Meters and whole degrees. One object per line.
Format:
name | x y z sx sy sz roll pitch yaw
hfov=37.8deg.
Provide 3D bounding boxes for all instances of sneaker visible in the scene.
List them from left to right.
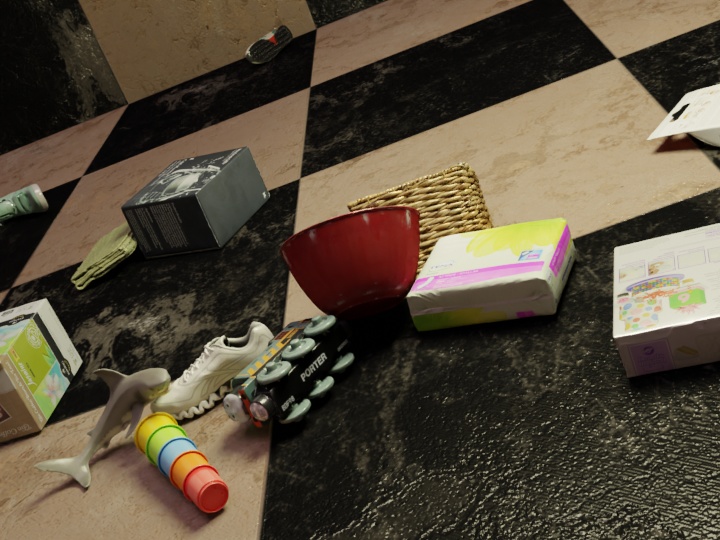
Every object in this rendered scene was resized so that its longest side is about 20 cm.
sneaker | -0.860 -0.158 2.633 0.118 0.074 0.200 -30 14 -31
sneaker | -0.201 0.136 1.434 0.199 0.081 0.075 -26 26 -2
sneaker | -0.293 -0.676 3.219 0.093 0.070 0.200 -23 19 49

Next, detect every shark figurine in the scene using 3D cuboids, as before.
shark figurine | -0.334 0.180 1.397 0.214 0.089 0.128 -45 13 11

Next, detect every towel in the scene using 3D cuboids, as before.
towel | -0.488 -0.041 2.080 0.148 0.037 0.200 -31 21 18

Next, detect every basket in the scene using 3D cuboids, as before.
basket | 0.099 -0.053 1.573 0.199 0.150 0.143 -19 -9 10

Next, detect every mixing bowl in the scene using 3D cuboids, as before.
mixing bowl | 0.000 0.000 1.411 0.199 0.109 0.200 -16 -13 -4

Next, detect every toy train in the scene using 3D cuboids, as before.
toy train | -0.091 0.128 1.351 0.113 0.086 0.200 -12 23 41

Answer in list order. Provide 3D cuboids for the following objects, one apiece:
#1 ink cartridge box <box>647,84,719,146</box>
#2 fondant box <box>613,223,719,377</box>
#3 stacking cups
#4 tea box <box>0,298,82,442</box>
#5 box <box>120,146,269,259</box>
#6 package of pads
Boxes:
ink cartridge box | 0.551 -0.229 1.564 0.199 0.050 0.162 -9 27 48
fondant box | 0.360 0.028 1.175 0.143 0.059 0.200 -14 25 21
stacking cups | -0.218 0.238 1.275 0.060 0.061 0.200 -31 29 -17
tea box | -0.575 0.168 1.635 0.199 0.134 0.197 -17 25 13
box | -0.317 -0.131 2.037 0.195 0.125 0.200 -5 30 31
package of pads | 0.174 0.003 1.381 0.199 0.069 0.155 -9 28 29
